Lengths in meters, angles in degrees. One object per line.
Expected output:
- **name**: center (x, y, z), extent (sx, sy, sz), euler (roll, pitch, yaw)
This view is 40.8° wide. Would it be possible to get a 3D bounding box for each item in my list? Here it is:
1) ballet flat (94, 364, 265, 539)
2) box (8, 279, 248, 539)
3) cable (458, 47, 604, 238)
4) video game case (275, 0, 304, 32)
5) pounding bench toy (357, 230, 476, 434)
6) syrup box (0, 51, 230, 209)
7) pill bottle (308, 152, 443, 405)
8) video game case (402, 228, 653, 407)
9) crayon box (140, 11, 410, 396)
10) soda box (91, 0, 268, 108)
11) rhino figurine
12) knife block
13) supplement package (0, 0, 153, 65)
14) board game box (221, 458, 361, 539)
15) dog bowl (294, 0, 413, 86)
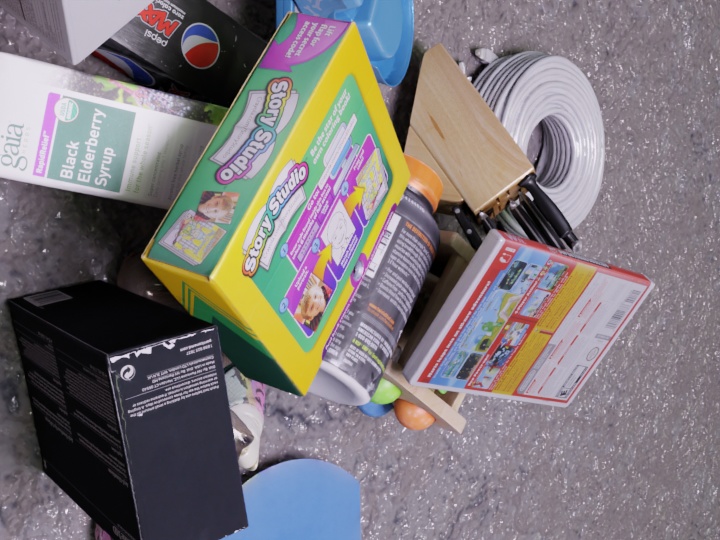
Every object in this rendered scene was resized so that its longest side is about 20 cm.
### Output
- **ballet flat**: center (-0.130, 0.160, 0.793), extent (0.200, 0.071, 0.069), euler (-48, 130, -25)
- **box**: center (-0.165, 0.094, 0.664), extent (0.079, 0.200, 0.142), euler (-13, 106, -34)
- **cable**: center (0.184, -0.130, 1.022), extent (0.199, 0.069, 0.201), euler (-4, 99, -40)
- **video game case**: center (-0.035, -0.143, 0.825), extent (0.143, 0.018, 0.201), euler (-16, 109, -67)
- **pounding bench toy**: center (0.067, 0.062, 0.864), extent (0.124, 0.200, 0.156), euler (42, 69, -37)
- **syrup box**: center (-0.163, -0.090, 0.680), extent (0.199, 0.081, 0.079), euler (11, 97, -24)
- **pill bottle**: center (0.000, 0.000, 0.794), extent (0.106, 0.106, 0.201), euler (42, 64, -36)
- **video game case**: center (0.144, 0.047, 0.807), extent (0.199, 0.017, 0.143), euler (13, 117, -39)
- **crayon box**: center (-0.045, -0.041, 0.664), extent (0.201, 0.058, 0.173), euler (-64, 152, -22)
- **soda box**: center (-0.162, -0.183, 0.718), extent (0.200, 0.063, 0.071), euler (29, 78, -40)
- **rhino figurine**: center (-0.133, 0.069, 0.760), extent (0.087, 0.060, 0.201), euler (-14, 90, -26)
- **knife block**: center (0.128, -0.098, 0.901), extent (0.064, 0.175, 0.201), euler (42, 58, -75)
- **supplement package**: center (-0.193, -0.264, 0.561), extent (0.200, 0.151, 0.152), euler (39, 66, 7)
- **board game box**: center (-0.073, 0.269, 0.884), extent (0.157, 0.039, 0.201), euler (-5, 95, -35)
- **dog bowl**: center (-0.009, -0.232, 0.784), extent (0.200, 0.049, 0.112), euler (53, 45, -59)
